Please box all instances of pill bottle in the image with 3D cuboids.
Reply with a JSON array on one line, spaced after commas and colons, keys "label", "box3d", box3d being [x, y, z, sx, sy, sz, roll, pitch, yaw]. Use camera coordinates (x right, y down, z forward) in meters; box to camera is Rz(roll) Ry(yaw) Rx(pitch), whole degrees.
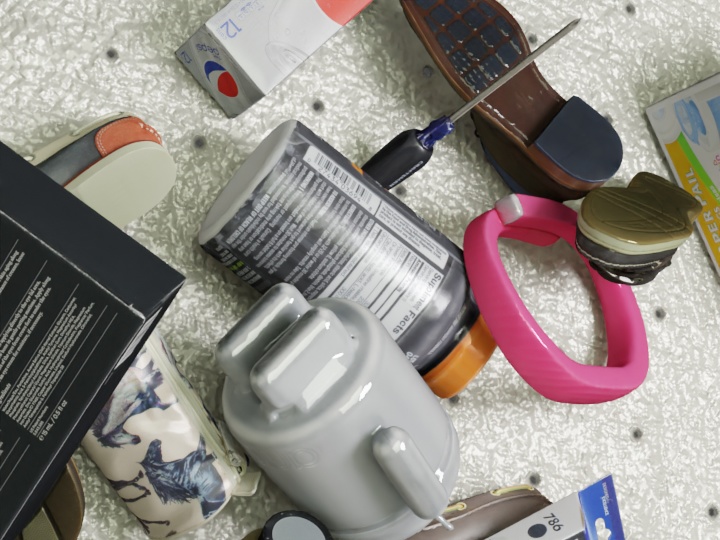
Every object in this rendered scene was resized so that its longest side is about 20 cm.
[{"label": "pill bottle", "box3d": [0.000, 0.000, 1.180, 0.200, 0.106, 0.106, 38, 67, -12]}]

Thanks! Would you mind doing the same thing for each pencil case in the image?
[{"label": "pencil case", "box3d": [-0.143, 0.067, 1.092, 0.200, 0.089, 0.078, 59, 19, -19]}]

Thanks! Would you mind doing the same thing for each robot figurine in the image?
[{"label": "robot figurine", "box3d": [-0.010, 0.096, 1.114, 0.113, 0.170, 0.200, -43, 129, -9]}]

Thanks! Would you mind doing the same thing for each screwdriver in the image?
[{"label": "screwdriver", "box3d": [0.074, -0.107, 1.201, 0.029, 0.200, 0.028, 38, 31, -35]}]

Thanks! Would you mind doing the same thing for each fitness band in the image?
[{"label": "fitness band", "box3d": [0.138, 0.021, 1.223, 0.200, 0.037, 0.144, 7, 58, -58]}]

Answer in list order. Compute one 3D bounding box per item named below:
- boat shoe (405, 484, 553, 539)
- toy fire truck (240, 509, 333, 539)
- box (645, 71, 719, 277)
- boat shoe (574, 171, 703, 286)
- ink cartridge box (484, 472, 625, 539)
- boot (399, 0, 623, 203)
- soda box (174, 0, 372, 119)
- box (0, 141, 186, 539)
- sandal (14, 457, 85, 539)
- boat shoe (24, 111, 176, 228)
[{"label": "boat shoe", "box3d": [0.049, 0.190, 1.188, 0.199, 0.060, 0.072, -13, 125, -22]}, {"label": "toy fire truck", "box3d": [-0.058, 0.268, 1.039, 0.176, 0.129, 0.200, 38, 40, 18]}, {"label": "box", "box3d": [0.316, -0.060, 1.325, 0.101, 0.112, 0.201, -25, 90, -27]}, {"label": "boat shoe", "box3d": [0.188, -0.020, 1.236, 0.072, 0.201, 0.066, 28, 110, 14]}, {"label": "ink cartridge box", "box3d": [0.097, 0.219, 1.168, 0.200, 0.039, 0.100, -27, 125, -13]}, {"label": "boot", "box3d": [0.089, -0.119, 1.261, 0.075, 0.097, 0.200, -40, 85, -25]}, {"label": "soda box", "box3d": [-0.030, -0.193, 1.227, 0.063, 0.068, 0.200, 49, 65, -8]}, {"label": "box", "box3d": [-0.212, 0.049, 1.003, 0.141, 0.079, 0.200, 35, 112, 0]}, {"label": "sandal", "box3d": [-0.227, 0.086, 1.089, 0.082, 0.055, 0.200, -28, 98, 18]}, {"label": "boat shoe", "box3d": [-0.212, -0.035, 1.117, 0.200, 0.063, 0.071, -31, 136, -10]}]
